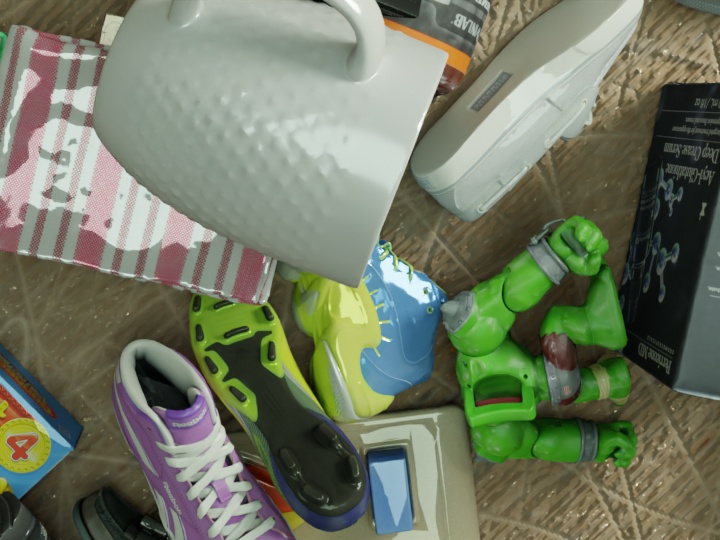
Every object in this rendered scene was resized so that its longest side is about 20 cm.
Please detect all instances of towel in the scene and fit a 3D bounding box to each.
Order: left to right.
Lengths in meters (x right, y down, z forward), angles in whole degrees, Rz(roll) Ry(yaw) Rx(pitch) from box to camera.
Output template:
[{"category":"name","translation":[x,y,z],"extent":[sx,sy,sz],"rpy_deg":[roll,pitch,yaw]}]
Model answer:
[{"category":"towel","translation":[-0.142,-0.065,0.812],"extent":[0.199,0.030,0.147],"rpy_deg":[12,95,-7]}]

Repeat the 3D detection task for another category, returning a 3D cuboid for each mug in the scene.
[{"category":"mug","translation":[-0.051,-0.102,0.713],"extent":[0.175,0.200,0.148],"rpy_deg":[21,56,0]}]

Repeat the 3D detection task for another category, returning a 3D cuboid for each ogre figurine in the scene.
[{"category":"ogre figurine","translation":[0.123,0.063,0.879],"extent":[0.120,0.098,0.200],"rpy_deg":[-14,140,0]}]

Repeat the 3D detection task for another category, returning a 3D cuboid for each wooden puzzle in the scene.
[{"category":"wooden puzzle","translation":[-0.009,0.200,0.915],"extent":[0.199,0.046,0.186],"rpy_deg":[-8,98,-5]}]

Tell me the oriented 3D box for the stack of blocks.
[{"category":"stack of blocks","translation":[-0.166,-0.111,0.848],"extent":[0.199,0.059,0.116],"rpy_deg":[13,96,-7]}]

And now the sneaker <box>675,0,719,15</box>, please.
[{"category":"sneaker","translation":[0.212,-0.240,0.864],"extent":[0.200,0.073,0.071],"rpy_deg":[24,72,-18]}]

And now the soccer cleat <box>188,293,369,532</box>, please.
[{"category":"soccer cleat","translation":[-0.061,0.092,0.865],"extent":[0.065,0.084,0.200],"rpy_deg":[-28,65,-15]}]

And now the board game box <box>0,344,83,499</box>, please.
[{"category":"board game box","translation":[-0.330,0.111,0.865],"extent":[0.196,0.056,0.200],"rpy_deg":[-43,100,2]}]

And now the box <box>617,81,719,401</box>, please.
[{"category":"box","translation":[0.257,-0.021,0.859],"extent":[0.107,0.148,0.201],"rpy_deg":[10,96,-7]}]

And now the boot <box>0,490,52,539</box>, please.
[{"category":"boot","translation":[-0.240,0.267,0.864],"extent":[0.165,0.066,0.200],"rpy_deg":[-32,122,-3]}]

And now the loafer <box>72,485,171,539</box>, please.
[{"category":"loafer","translation":[-0.115,0.222,0.884],"extent":[0.063,0.072,0.200],"rpy_deg":[-40,89,11]}]

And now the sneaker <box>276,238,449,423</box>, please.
[{"category":"sneaker","translation":[0.000,0.000,0.885],"extent":[0.105,0.076,0.201],"rpy_deg":[-15,99,-22]}]

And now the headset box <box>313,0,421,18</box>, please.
[{"category":"headset box","translation":[-0.052,-0.256,0.777],"extent":[0.200,0.093,0.175],"rpy_deg":[15,95,34]}]

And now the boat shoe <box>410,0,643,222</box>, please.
[{"category":"boat shoe","translation":[0.126,-0.115,0.877],"extent":[0.200,0.072,0.069],"rpy_deg":[-47,121,-5]}]

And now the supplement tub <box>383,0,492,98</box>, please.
[{"category":"supplement tub","translation":[0.036,-0.188,0.835],"extent":[0.107,0.107,0.201],"rpy_deg":[19,96,-8]}]

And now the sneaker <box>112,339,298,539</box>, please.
[{"category":"sneaker","translation":[-0.103,0.134,0.827],"extent":[0.073,0.114,0.201],"rpy_deg":[-34,77,-21]}]
